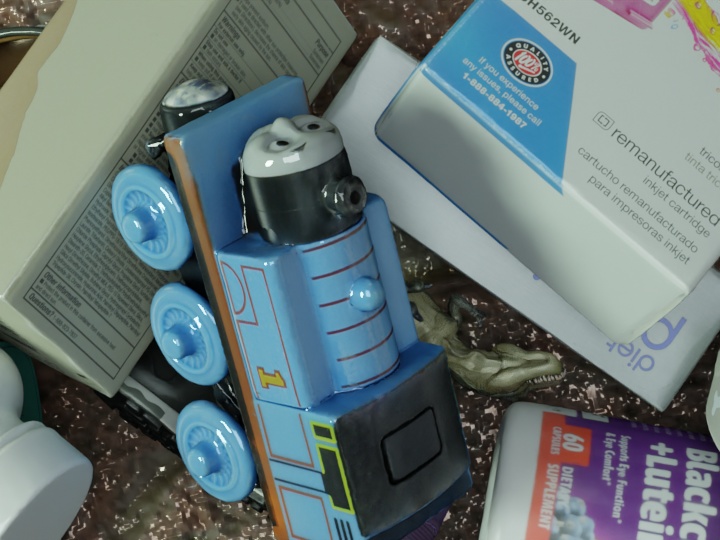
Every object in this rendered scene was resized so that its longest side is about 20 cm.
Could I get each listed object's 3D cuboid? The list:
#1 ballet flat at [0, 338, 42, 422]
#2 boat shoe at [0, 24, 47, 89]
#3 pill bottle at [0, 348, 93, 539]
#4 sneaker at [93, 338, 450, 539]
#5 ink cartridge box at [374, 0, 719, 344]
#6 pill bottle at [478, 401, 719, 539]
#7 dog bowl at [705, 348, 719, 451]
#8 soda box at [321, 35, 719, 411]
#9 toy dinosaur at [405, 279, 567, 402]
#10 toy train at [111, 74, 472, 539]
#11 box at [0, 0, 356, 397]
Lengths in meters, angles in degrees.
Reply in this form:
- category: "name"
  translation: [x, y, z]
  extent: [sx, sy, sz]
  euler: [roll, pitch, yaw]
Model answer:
- category: "ballet flat"
  translation: [-0.169, 0.129, 1.001]
  extent: [0.075, 0.068, 0.201]
  euler: [-18, 83, 28]
- category: "boat shoe"
  translation: [-0.211, -0.063, 0.991]
  extent: [0.199, 0.068, 0.072]
  euler: [-21, 91, 5]
- category: "pill bottle"
  translation: [-0.215, 0.055, 0.923]
  extent: [0.200, 0.111, 0.111]
  euler: [36, 93, 13]
- category: "sneaker"
  translation: [-0.044, 0.058, 0.994]
  extent: [0.200, 0.076, 0.088]
  euler: [35, 79, -3]
- category: "ink cartridge box"
  translation: [0.126, -0.094, 0.926]
  extent: [0.144, 0.085, 0.200]
  euler: [40, 67, 1]
- category: "pill bottle"
  translation: [0.152, 0.128, 0.957]
  extent: [0.199, 0.111, 0.112]
  euler: [10, 93, 2]
- category: "dog bowl"
  translation: [0.236, 0.074, 0.915]
  extent: [0.199, 0.200, 0.059]
  euler: [24, 111, 1]
- category: "soda box"
  translation: [0.071, -0.022, 0.979]
  extent: [0.200, 0.063, 0.068]
  euler: [35, 93, 1]
- category: "toy dinosaur"
  translation: [0.000, 0.000, 0.957]
  extent: [0.200, 0.088, 0.048]
  euler: [35, 77, 9]
- category: "toy train"
  translation: [-0.027, 0.019, 0.882]
  extent: [0.114, 0.087, 0.201]
  euler: [8, 119, 44]
- category: "box"
  translation: [-0.097, -0.059, 0.936]
  extent: [0.078, 0.095, 0.200]
  euler: [23, 72, 37]
